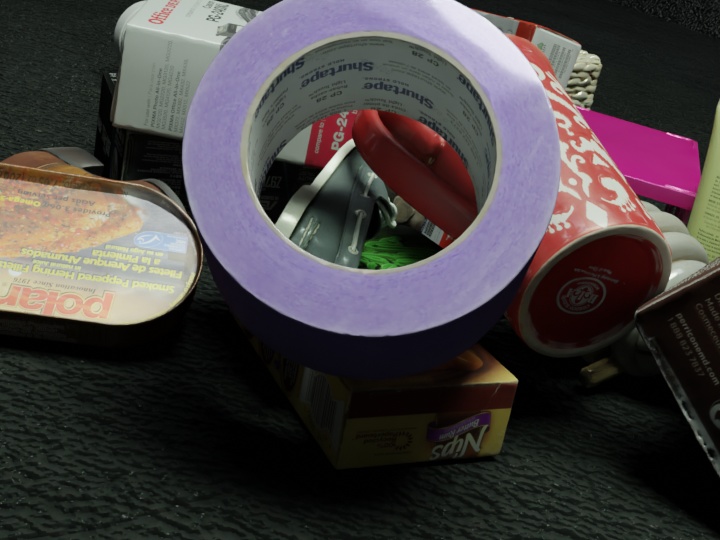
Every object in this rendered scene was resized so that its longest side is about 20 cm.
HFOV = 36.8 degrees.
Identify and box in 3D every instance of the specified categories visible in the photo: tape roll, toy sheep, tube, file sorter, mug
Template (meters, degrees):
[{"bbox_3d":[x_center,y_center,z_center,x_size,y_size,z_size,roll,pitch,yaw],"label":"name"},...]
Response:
[{"bbox_3d":[0.005,-0.049,0.592,0.196,0.203,0.085,13,-19,3],"label":"tape roll"},{"bbox_3d":[0.196,0.016,0.797,0.136,0.139,0.201,-4,41,-35],"label":"toy sheep"},{"bbox_3d":[0.284,-0.028,0.843,0.057,0.203,0.052,-3,28,-32],"label":"tube"},{"bbox_3d":[0.219,-0.055,0.976,0.137,0.127,0.200,17,23,10],"label":"file sorter"},{"bbox_3d":[0.094,-0.044,0.724,0.175,0.135,0.201,-15,45,-12],"label":"mug"}]

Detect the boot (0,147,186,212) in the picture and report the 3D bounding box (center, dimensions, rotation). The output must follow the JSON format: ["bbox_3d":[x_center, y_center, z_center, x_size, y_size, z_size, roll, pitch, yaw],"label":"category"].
[{"bbox_3d":[-0.238,-0.031,0.751,0.187,0.069,0.198,35,34,30],"label":"boot"}]

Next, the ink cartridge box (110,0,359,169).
[{"bbox_3d":[-0.088,-0.155,0.873,0.196,0.085,0.146,12,24,-5],"label":"ink cartridge box"}]

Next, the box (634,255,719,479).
[{"bbox_3d":[0.301,0.041,0.652,0.199,0.163,0.168,-19,78,-53],"label":"box"}]

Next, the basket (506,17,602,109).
[{"bbox_3d":[0.128,-0.189,1.207,0.197,0.163,0.198,-4,27,-31],"label":"basket"}]

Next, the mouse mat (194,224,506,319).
[{"bbox_3d":[0.000,0.000,0.735,0.197,0.008,0.161,0,25,-35],"label":"mouse mat"}]

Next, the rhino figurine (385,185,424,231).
[{"bbox_3d":[0.040,-0.114,0.891,0.059,0.204,0.087,14,-2,12],"label":"rhino figurine"}]

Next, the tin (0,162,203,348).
[{"bbox_3d":[-0.200,-0.009,0.690,0.196,0.042,0.113,9,50,-10],"label":"tin"}]

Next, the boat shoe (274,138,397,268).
[{"bbox_3d":[-0.010,-0.032,0.721,0.061,0.073,0.200,30,25,3],"label":"boat shoe"}]

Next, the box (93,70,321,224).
[{"bbox_3d":[-0.124,-0.101,0.949,0.197,0.087,0.164,2,25,-23],"label":"box"}]

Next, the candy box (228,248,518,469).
[{"bbox_3d":[0.000,0.047,0.702,0.115,0.057,0.200,0,23,-27],"label":"candy box"}]

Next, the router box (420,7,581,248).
[{"bbox_3d":[0.090,-0.118,0.932,0.048,0.203,0.179,14,12,-26],"label":"router box"}]

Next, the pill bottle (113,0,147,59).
[{"bbox_3d":[-0.197,-0.233,1.199,0.111,0.114,0.199,-5,27,-36],"label":"pill bottle"}]
